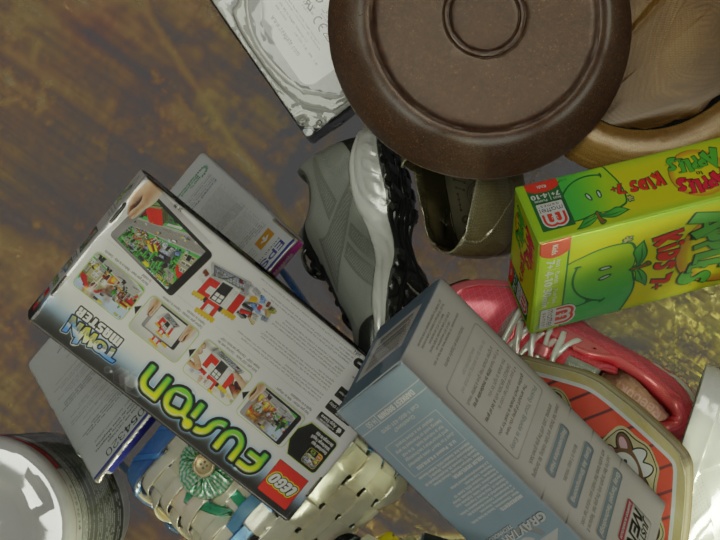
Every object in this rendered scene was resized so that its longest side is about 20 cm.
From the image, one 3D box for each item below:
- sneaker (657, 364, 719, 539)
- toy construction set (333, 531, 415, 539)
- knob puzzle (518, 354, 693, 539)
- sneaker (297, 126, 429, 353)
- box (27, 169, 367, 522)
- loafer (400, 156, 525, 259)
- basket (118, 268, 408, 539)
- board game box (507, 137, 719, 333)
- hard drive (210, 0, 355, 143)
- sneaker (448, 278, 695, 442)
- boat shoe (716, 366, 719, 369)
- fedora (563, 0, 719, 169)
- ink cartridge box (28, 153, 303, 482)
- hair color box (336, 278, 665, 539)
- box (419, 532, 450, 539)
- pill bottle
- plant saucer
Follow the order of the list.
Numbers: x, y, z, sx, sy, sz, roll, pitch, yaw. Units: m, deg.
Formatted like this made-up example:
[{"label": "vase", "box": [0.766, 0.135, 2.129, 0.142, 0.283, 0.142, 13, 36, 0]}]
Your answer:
[{"label": "sneaker", "box": [0.249, 0.162, 1.138, 0.115, 0.074, 0.201, 16, 125, 9]}, {"label": "toy construction set", "box": [-0.002, 0.244, 1.134, 0.092, 0.200, 0.132, 9, 127, 37]}, {"label": "knob puzzle", "box": [0.130, 0.150, 1.152, 0.219, 0.030, 0.221, 14, 111, 42]}, {"label": "sneaker", "box": [0.000, 0.000, 1.208, 0.079, 0.074, 0.201, -17, 59, 17]}, {"label": "box", "box": [-0.087, 0.045, 1.066, 0.200, 0.035, 0.110, 40, 90, -14]}, {"label": "loafer", "box": [0.062, -0.099, 1.192, 0.076, 0.067, 0.201, -8, 103, 41]}, {"label": "basket", "box": [-0.074, 0.103, 1.195, 0.176, 0.139, 0.200, -45, 49, 1]}, {"label": "board game box", "box": [0.198, -0.029, 1.158, 0.198, 0.102, 0.048, -14, 55, -8]}, {"label": "hard drive", "box": [0.005, -0.203, 1.254, 0.199, 0.038, 0.140, -35, 83, 2]}, {"label": "sneaker", "box": [0.139, 0.057, 1.192, 0.199, 0.087, 0.074, 26, 88, 8]}, {"label": "boat shoe", "box": [0.310, 0.133, 1.178, 0.200, 0.065, 0.073, 43, 120, 14]}, {"label": "fedora", "box": [0.198, -0.152, 1.205, 0.199, 0.082, 0.202, -1, 83, 4]}, {"label": "ink cartridge box", "box": [-0.125, 0.033, 1.179, 0.043, 0.200, 0.197, 40, 91, -31]}, {"label": "hair color box", "box": [0.086, 0.111, 1.049, 0.200, 0.099, 0.061, 44, 122, -9]}, {"label": "box", "box": [0.108, 0.233, 1.030, 0.198, 0.036, 0.145, 15, 129, -6]}, {"label": "pill bottle", "box": [-0.218, 0.163, 1.166, 0.113, 0.200, 0.115, 0, 85, 6]}, {"label": "plant saucer", "box": [0.078, -0.160, 1.145, 0.199, 0.034, 0.202, 0, 87, -1]}]
